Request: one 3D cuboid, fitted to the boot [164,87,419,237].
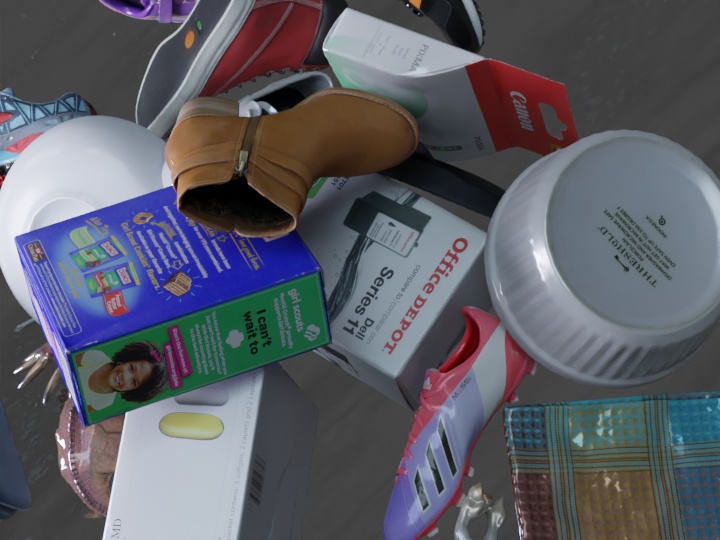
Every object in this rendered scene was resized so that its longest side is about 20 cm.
[{"bbox_3d":[-0.048,-0.080,1.458,0.198,0.077,0.156,8,27,-8],"label":"boot"}]

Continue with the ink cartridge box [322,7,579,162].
[{"bbox_3d":[0.079,-0.130,1.577,0.199,0.161,0.050,25,76,22],"label":"ink cartridge box"}]

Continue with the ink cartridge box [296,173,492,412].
[{"bbox_3d":[0.000,0.000,1.586,0.199,0.083,0.147,29,78,24],"label":"ink cartridge box"}]

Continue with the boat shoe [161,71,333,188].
[{"bbox_3d":[-0.091,-0.114,1.611,0.074,0.065,0.200,47,44,-5],"label":"boat shoe"}]

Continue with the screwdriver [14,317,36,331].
[{"bbox_3d":[-0.217,0.003,1.674,0.199,0.029,0.028,-27,64,2],"label":"screwdriver"}]

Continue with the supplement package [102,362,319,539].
[{"bbox_3d":[-0.116,0.178,1.504,0.110,0.156,0.202,2,69,16],"label":"supplement package"}]

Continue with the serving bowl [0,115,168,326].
[{"bbox_3d":[-0.225,-0.025,1.612,0.198,0.066,0.202,5,104,20],"label":"serving bowl"}]

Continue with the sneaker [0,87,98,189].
[{"bbox_3d":[-0.328,-0.114,1.735,0.198,0.080,0.096,-4,57,4],"label":"sneaker"}]

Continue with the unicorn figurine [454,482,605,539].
[{"bbox_3d":[0.115,0.234,1.464,0.198,0.074,0.139,-5,68,12],"label":"unicorn figurine"}]

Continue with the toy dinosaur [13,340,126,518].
[{"bbox_3d":[-0.220,0.127,1.562,0.085,0.136,0.202,-16,68,7],"label":"toy dinosaur"}]

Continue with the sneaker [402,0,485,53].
[{"bbox_3d":[0.027,-0.258,1.654,0.090,0.070,0.201,-33,105,-2],"label":"sneaker"}]

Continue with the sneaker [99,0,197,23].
[{"bbox_3d":[-0.153,-0.249,1.716,0.198,0.088,0.081,8,100,20],"label":"sneaker"}]

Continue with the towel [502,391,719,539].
[{"bbox_3d":[0.213,0.164,1.462,0.198,0.022,0.148,-3,66,-8],"label":"towel"}]

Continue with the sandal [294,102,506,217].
[{"bbox_3d":[0.034,-0.101,1.588,0.198,0.076,0.043,20,104,-16],"label":"sandal"}]

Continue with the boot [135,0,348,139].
[{"bbox_3d":[-0.099,-0.174,1.694,0.200,0.143,0.073,-47,45,34],"label":"boot"}]

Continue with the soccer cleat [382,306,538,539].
[{"bbox_3d":[0.063,0.123,1.517,0.076,0.067,0.201,39,74,-16],"label":"soccer cleat"}]

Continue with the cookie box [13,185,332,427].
[{"bbox_3d":[-0.143,0.014,1.470,0.198,0.076,0.171,-19,37,-13],"label":"cookie box"}]

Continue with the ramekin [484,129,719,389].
[{"bbox_3d":[0.203,-0.016,1.494,0.200,0.094,0.205,3,73,-11],"label":"ramekin"}]

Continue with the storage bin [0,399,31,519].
[{"bbox_3d":[-0.385,0.137,1.610,0.134,0.145,0.201,-31,63,12],"label":"storage bin"}]
